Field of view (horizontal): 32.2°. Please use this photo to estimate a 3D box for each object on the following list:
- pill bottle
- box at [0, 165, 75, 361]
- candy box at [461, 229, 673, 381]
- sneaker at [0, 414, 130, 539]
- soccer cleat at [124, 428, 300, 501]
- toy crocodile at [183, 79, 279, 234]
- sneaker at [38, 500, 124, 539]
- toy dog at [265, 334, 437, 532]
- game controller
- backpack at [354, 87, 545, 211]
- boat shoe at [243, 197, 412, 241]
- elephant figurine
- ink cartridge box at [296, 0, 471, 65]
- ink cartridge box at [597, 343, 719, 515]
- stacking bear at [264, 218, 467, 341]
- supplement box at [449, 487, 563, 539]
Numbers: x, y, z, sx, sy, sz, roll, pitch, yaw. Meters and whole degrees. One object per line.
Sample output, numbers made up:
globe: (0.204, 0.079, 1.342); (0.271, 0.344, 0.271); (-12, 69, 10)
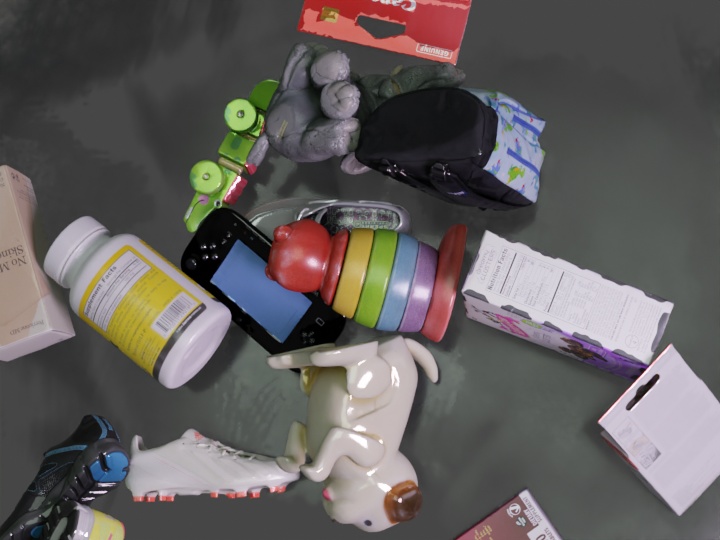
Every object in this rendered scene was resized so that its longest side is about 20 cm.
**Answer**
pill bottle: (-0.251, 0.030, 1.384); (0.200, 0.111, 0.112); (38, 88, 11)
box: (-0.405, -0.007, 1.426); (0.094, 0.078, 0.201); (-21, 79, 3)
candy box: (0.209, 0.040, 1.294); (0.199, 0.168, 0.072); (21, 83, 10)
sneaker: (-0.337, 0.249, 1.394); (0.200, 0.073, 0.082); (-43, 45, 8)
soccer cleat: (-0.165, 0.212, 1.371); (0.198, 0.069, 0.078); (-4, 78, 10)
toy crocodile: (-0.140, -0.129, 1.415); (0.061, 0.068, 0.201); (28, 86, 10)
sneaker: (-0.323, 0.345, 1.368); (0.201, 0.090, 0.078); (-56, 45, 16)
toy dog: (-0.001, 0.175, 1.321); (0.139, 0.193, 0.202); (-8, 89, 49)
game controller: (-0.108, 0.021, 1.386); (0.200, 0.042, 0.105); (40, 121, 7)
backpack: (0.117, -0.128, 1.319); (0.162, 0.200, 0.155); (2, 67, 38)
boat shoe: (-0.043, -0.048, 1.390); (0.198, 0.069, 0.073); (4, 83, 9)
elephant figurine: (-0.002, -0.174, 1.385); (0.154, 0.199, 0.143); (14, 100, 34)
ink cartridge box: (0.037, -0.345, 1.436); (0.198, 0.045, 0.178); (14, 83, 9)
ink cartridge box: (0.305, 0.154, 1.260); (0.109, 0.200, 0.050); (-46, 37, -1)
stacking bear: (0.000, 0.000, 1.321); (0.198, 0.122, 0.114); (14, 47, -2)
supplement box: (0.125, 0.330, 1.318); (0.199, 0.061, 0.109); (-36, 79, 2)
